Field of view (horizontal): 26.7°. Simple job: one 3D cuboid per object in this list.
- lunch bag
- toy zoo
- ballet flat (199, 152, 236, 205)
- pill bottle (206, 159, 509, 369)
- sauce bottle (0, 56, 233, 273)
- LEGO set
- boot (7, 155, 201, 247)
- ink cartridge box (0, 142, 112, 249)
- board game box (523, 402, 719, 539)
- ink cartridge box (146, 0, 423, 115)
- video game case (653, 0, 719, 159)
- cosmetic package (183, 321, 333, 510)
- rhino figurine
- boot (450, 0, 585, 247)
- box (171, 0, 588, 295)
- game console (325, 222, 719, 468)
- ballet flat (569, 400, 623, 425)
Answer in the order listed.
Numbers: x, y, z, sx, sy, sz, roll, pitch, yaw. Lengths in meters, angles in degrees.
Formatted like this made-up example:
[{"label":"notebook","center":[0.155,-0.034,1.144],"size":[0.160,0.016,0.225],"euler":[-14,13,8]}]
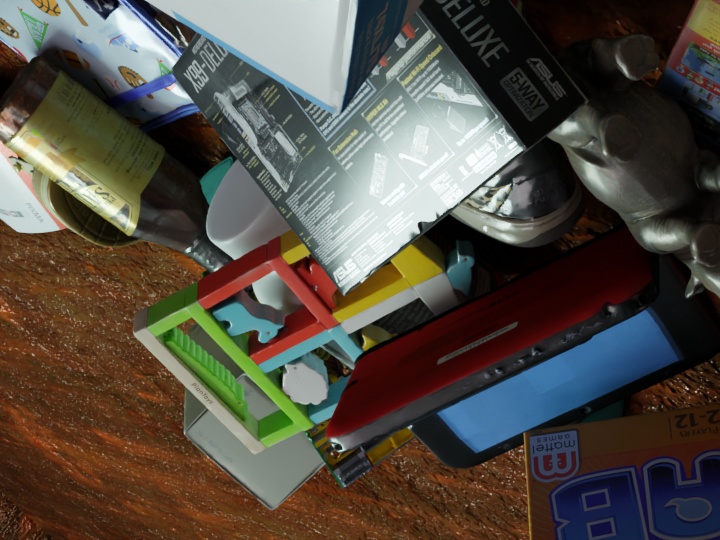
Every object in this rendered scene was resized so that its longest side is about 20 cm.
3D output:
[{"label":"lunch bag","center":[-0.157,-0.160,0.991],"size":[0.160,0.076,0.199],"euler":[44,157,-22]},{"label":"toy zoo","center":[-0.019,0.029,0.915],"size":[0.199,0.021,0.131],"euler":[-28,127,19]},{"label":"ballet flat","center":[-0.067,-0.066,1.073],"size":[0.063,0.068,0.200],"euler":[13,163,-17]},{"label":"pill bottle","center":[0.000,0.000,0.978],"size":[0.200,0.111,0.110],"euler":[36,160,-30]},{"label":"sauce bottle","center":[-0.155,-0.061,1.024],"size":[0.199,0.066,0.066],"euler":[37,158,-17]},{"label":"LEGO set","center":[-0.016,0.050,1.104],"size":[0.200,0.115,0.154],"euler":[52,174,40]},{"label":"boot","center":[-0.217,-0.080,1.153],"size":[0.154,0.073,0.200],"euler":[29,-171,25]},{"label":"ink cartridge box","center":[-0.317,-0.091,1.327],"size":[0.200,0.057,0.163],"euler":[37,164,47]},{"label":"board game box","center":[0.219,0.219,0.916],"size":[0.198,0.201,0.200],"euler":[-10,139,14]},{"label":"ink cartridge box","center":[-0.009,-0.197,0.551],"size":[0.146,0.201,0.146],"euler":[32,158,10]},{"label":"video game case","center":[0.212,-0.085,0.683],"size":[0.142,0.017,0.200],"euler":[32,156,10]},{"label":"cosmetic package","center":[-0.087,0.098,1.250],"size":[0.104,0.073,0.200],"euler":[44,-169,-17]},{"label":"rhino figurine","center":[0.156,-0.038,0.749],"size":[0.200,0.060,0.087],"euler":[47,174,-24]},{"label":"boot","center":[0.029,-0.105,0.836],"size":[0.199,0.073,0.151],"euler":[29,152,38]},{"label":"box","center":[-0.001,-0.092,0.755],"size":[0.158,0.050,0.200],"euler":[52,147,1]},{"label":"game console","center":[0.102,0.068,0.871],"size":[0.199,0.172,0.119],"euler":[-28,102,18]},{"label":"ballet flat","center":[0.145,0.078,1.036],"size":[0.071,0.069,0.201],"euler":[46,158,25]}]
